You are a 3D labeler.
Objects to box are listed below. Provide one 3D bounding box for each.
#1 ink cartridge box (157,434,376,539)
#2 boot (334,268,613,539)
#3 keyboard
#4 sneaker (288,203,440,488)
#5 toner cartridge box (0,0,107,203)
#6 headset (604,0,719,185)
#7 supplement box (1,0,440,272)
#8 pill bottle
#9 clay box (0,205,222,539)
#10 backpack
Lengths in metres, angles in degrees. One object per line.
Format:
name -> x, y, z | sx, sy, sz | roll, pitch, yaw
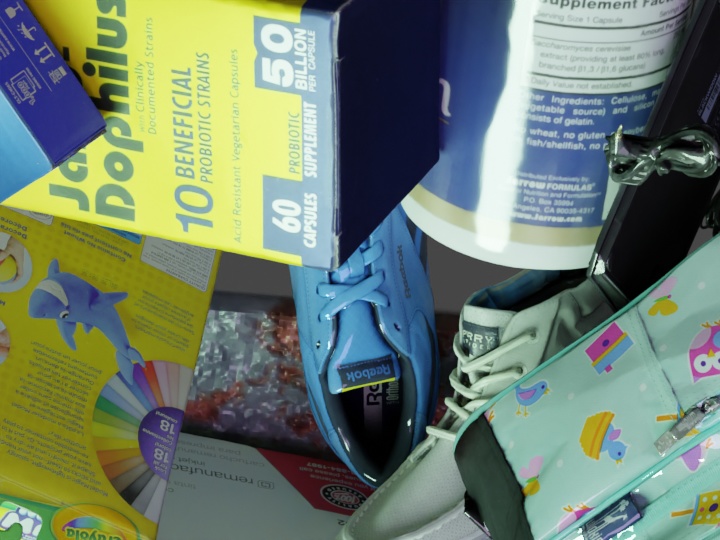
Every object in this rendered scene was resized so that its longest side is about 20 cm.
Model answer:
ink cartridge box -> -0.049, 0.162, 1.299 | 0.147, 0.200, 0.086 | 12, 117, -12
boot -> 0.048, 0.060, 1.291 | 0.073, 0.200, 0.096 | 8, 120, 37
keyboard -> 0.148, -0.070, 1.244 | 0.201, 0.021, 0.127 | -65, 151, -10
sneaker -> 0.000, 0.000, 1.298 | 0.066, 0.079, 0.201 | -8, 117, 1
toner cartridge box -> -0.190, -0.109, 1.131 | 0.095, 0.043, 0.200 | -30, 98, 36
headset -> 0.158, -0.122, 1.168 | 0.123, 0.094, 0.201 | 36, 65, -26
supplement box -> -0.078, -0.086, 1.182 | 0.199, 0.110, 0.109 | 11, 120, 21
pill bottle -> 0.080, -0.112, 1.226 | 0.111, 0.111, 0.201 | 4, 117, -7
clay box -> -0.129, 0.040, 1.239 | 0.115, 0.201, 0.048 | 25, 142, -17
backpack -> 0.163, 0.075, 1.196 | 0.200, 0.154, 0.176 | -45, 136, 13
